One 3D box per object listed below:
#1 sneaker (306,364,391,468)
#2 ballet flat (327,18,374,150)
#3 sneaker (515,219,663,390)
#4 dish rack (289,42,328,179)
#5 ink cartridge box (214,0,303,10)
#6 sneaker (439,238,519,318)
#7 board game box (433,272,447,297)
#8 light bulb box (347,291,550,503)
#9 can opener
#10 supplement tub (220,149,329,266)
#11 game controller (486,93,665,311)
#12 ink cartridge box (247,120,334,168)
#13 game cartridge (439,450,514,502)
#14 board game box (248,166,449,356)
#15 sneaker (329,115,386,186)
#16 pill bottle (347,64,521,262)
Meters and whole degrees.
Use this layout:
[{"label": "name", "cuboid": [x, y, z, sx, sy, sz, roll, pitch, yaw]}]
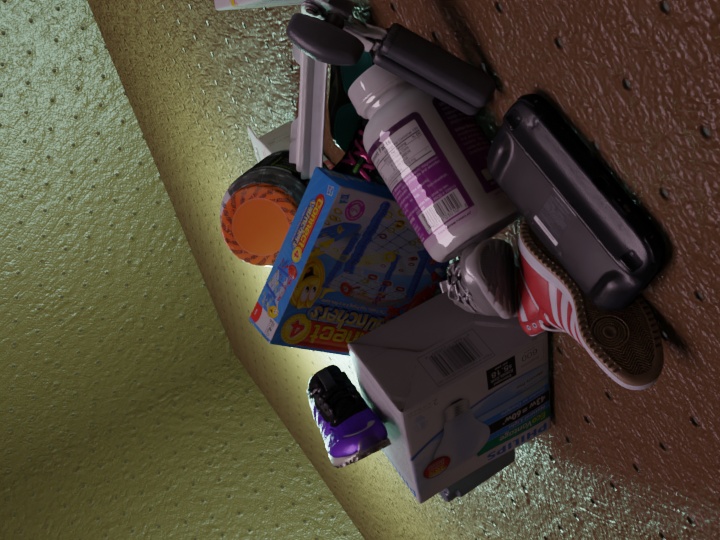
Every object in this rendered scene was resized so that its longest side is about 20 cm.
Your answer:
[{"label": "sneaker", "cuboid": [-0.026, 0.163, 1.228, 0.200, 0.069, 0.100, -170, 58, -76]}, {"label": "ballet flat", "cuboid": [-0.008, -0.226, 1.262, 0.200, 0.068, 0.067, 98, 160, -59]}, {"label": "sneaker", "cuboid": [0.210, 0.049, 0.986, 0.113, 0.071, 0.200, 88, 158, -53]}, {"label": "dish rack", "cuboid": [-0.061, -0.211, 1.247, 0.172, 0.043, 0.201, -101, 13, -70]}, {"label": "ink cartridge box", "cuboid": [-0.060, -0.313, 1.053, 0.200, 0.145, 0.088, -152, 55, -65]}, {"label": "sneaker", "cuboid": [0.119, 0.018, 1.077, 0.200, 0.082, 0.075, 43, -134, -71]}, {"label": "board game box", "cuboid": [0.069, 0.089, 1.375, 0.029, 0.134, 0.200, 59, 174, 43]}, {"label": "light bulb box", "cuboid": [0.111, 0.139, 1.240, 0.125, 0.198, 0.200, 52, 164, 40]}, {"label": "can opener", "cuboid": [0.026, -0.193, 0.983, 0.200, 0.067, 0.053, 28, 167, -7]}, {"label": "supplement tub", "cuboid": [-0.102, -0.077, 1.304, 0.123, 0.122, 0.200, 64, -165, -10]}, {"label": "game controller", "cuboid": [0.183, -0.059, 0.918, 0.200, 0.042, 0.104, 56, 156, 23]}, {"label": "ink cartridge box", "cuboid": [-0.099, -0.155, 1.671, 0.200, 0.067, 0.117, 48, 160, 37]}, {"label": "game cartridge", "cuboid": [0.133, 0.195, 1.398, 0.042, 0.133, 0.200, 17, 134, 58]}, {"label": "board game box", "cuboid": [0.000, 0.000, 1.201, 0.056, 0.200, 0.196, 42, 113, 47]}, {"label": "sneaker", "cuboid": [0.005, -0.123, 1.240, 0.074, 0.087, 0.200, 36, 136, 14]}, {"label": "pill bottle", "cuboid": [0.072, -0.118, 1.062, 0.200, 0.112, 0.112, 59, 166, 8]}]
